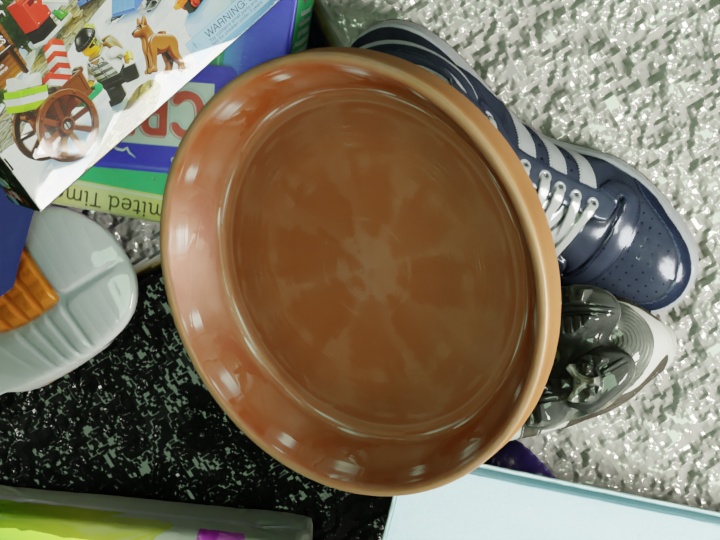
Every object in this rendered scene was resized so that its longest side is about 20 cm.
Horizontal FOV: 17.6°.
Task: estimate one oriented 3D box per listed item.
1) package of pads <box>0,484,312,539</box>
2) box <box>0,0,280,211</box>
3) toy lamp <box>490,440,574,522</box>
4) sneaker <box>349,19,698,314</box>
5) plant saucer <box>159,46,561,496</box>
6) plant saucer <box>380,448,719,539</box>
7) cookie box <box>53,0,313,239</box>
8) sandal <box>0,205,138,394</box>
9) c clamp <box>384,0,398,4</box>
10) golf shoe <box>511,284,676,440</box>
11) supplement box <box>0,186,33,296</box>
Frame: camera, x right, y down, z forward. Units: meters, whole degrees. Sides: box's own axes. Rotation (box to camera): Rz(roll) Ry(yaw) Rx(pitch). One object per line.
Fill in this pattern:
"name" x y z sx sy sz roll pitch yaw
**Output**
"package of pads" -0.128 0.194 1.165 0.198 0.068 0.156 6 100 7
"box" -0.106 -0.142 0.973 0.200 0.038 0.137 -44 117 -17
"toy lamp" 0.012 0.162 1.108 0.200 0.058 0.058 -39 93 -12
"sneaker" 0.068 -0.039 1.070 0.200 0.109 0.070 37 104 1
"plant saucer" 0.000 0.000 1.024 0.199 0.032 0.202 11 112 29
"plant saucer" 0.098 0.134 1.097 0.199 0.019 0.070 13 93 -23
"cookie box" -0.107 -0.129 1.099 0.170 0.075 0.201 10 102 7
"sandal" -0.179 0.025 1.153 0.206 0.059 0.080 -29 85 34
"c clamp" 0.015 -0.228 0.997 0.170 0.027 0.200 -34 117 22
"golf shoe" 0.059 0.053 1.109 0.199 0.094 0.078 -8 85 36
"supplement box" -0.253 -0.060 1.044 0.199 0.109 0.109 29 123 13
